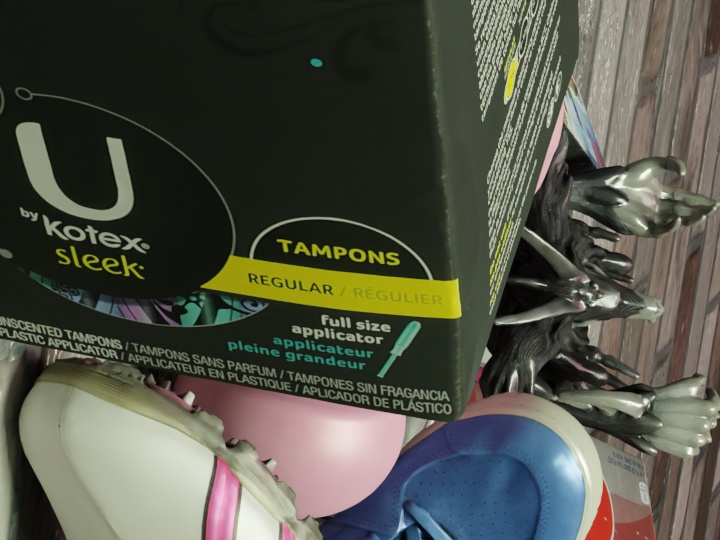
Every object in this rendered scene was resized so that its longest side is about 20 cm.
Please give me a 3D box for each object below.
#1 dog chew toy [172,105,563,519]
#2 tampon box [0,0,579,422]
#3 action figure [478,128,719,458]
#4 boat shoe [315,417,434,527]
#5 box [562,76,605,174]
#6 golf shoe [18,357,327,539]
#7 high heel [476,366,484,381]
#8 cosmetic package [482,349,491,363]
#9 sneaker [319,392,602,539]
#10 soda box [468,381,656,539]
[{"bbox_3d":[-0.008,-0.010,0.916,0.125,0.124,0.201,-39,145,-70],"label":"dog chew toy"},{"bbox_3d":[-0.034,-0.080,0.674,0.200,0.149,0.126,82,22,-53],"label":"tampon box"},{"bbox_3d":[0.092,0.010,1.096,0.200,0.102,0.119,33,62,-86],"label":"action figure"},{"bbox_3d":[0.003,0.000,1.056,0.068,0.073,0.200,53,46,-63],"label":"boat shoe"},{"bbox_3d":[0.048,-0.106,1.105,0.200,0.038,0.137,34,38,-76],"label":"box"},{"bbox_3d":[-0.048,0.116,0.842,0.092,0.072,0.200,-48,121,-31],"label":"golf shoe"},{"bbox_3d":[0.020,0.093,1.209,0.200,0.067,0.096,-51,162,-38],"label":"high heel"},{"bbox_3d":[0.061,-0.063,1.295,0.083,0.050,0.200,-58,155,-55],"label":"cosmetic package"},{"bbox_3d":[-0.005,0.125,0.953,0.200,0.077,0.111,-38,-176,28],"label":"sneaker"},{"bbox_3d":[0.049,0.095,1.158,0.200,0.063,0.070,26,51,-52],"label":"soda box"}]
